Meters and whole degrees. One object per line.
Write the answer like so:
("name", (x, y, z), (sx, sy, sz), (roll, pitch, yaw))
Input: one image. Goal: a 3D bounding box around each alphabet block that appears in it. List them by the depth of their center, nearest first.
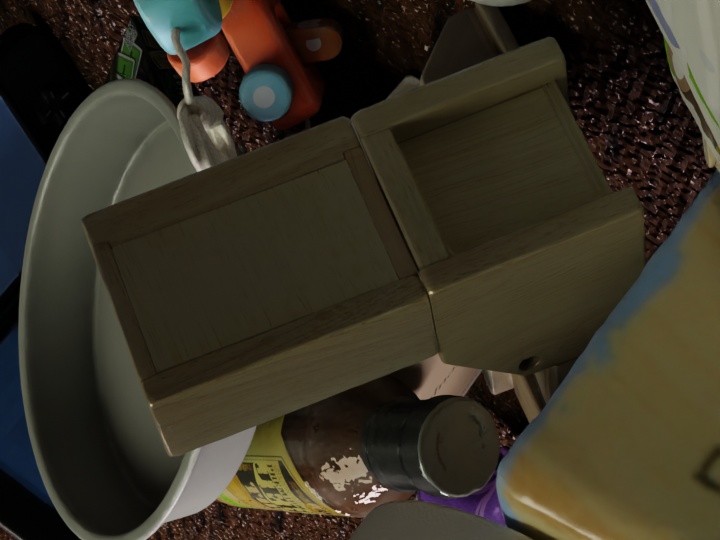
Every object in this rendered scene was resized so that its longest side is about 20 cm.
("alphabet block", (0.187, 0.088, 0.862), (0.199, 0.197, 0.196), (28, 157, 26))

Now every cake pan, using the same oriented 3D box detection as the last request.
("cake pan", (-0.093, 0.019, 1.082), (0.036, 0.202, 0.200), (3, 177, -30))

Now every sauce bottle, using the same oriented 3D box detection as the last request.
("sauce bottle", (-0.012, 0.073, 1.079), (0.065, 0.065, 0.200), (47, 157, -19))

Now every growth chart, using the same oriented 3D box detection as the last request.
("growth chart", (0.107, -0.074, 0.775), (0.145, 0.018, 0.201), (73, 177, -60))

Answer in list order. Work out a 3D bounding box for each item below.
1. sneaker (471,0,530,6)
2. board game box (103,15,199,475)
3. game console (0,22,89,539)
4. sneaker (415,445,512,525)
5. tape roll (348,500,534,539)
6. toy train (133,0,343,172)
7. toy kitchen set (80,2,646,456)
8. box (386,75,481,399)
("sneaker", (-0.012, -0.176, 0.845), (0.199, 0.074, 0.116), (26, 154, 8))
("board game box", (-0.084, -0.011, 1.129), (0.105, 0.023, 0.201), (-65, 36, 36))
("game console", (-0.157, 0.009, 1.247), (0.118, 0.200, 0.173), (18, 150, 40))
("sneaker", (0.099, 0.094, 1.207), (0.199, 0.081, 0.084), (-4, 117, 50))
("tape roll", (0.042, 0.193, 0.847), (0.202, 0.139, 0.203), (32, 158, 15))
("toy train", (-0.045, -0.105, 0.988), (0.151, 0.055, 0.200), (63, -170, -9))
("toy kitchen set", (0.000, 0.000, 0.932), (0.200, 0.179, 0.164), (77, 171, -57))
("box", (0.017, 0.010, 1.120), (0.078, 0.095, 0.200), (34, 159, 10))
